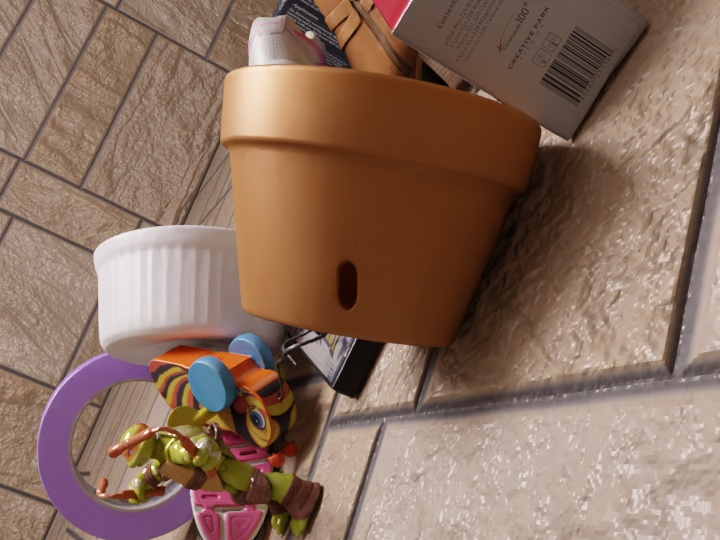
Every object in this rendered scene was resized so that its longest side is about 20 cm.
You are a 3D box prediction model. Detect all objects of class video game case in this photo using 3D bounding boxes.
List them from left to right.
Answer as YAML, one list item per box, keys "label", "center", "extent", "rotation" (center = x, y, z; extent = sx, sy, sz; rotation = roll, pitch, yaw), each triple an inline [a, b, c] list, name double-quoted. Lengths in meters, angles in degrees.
- label: "video game case"
  center: [0.000, 0.000, 0.732]
  extent: [0.182, 0.025, 0.200]
  rotation: [-64, 16, 1]

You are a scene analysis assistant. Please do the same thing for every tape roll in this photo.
- label: "tape roll"
  center: [-0.247, 0.186, 0.906]
  extent: [0.202, 0.199, 0.066]
  rotation: [-68, 17, -13]

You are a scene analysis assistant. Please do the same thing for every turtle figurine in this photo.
- label: "turtle figurine"
  center: [-0.121, 0.153, 0.637]
  extent: [0.200, 0.160, 0.065]
  rotation: [-41, 29, 51]

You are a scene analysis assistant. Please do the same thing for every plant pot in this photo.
- label: "plant pot"
  center: [0.004, -0.033, 0.521]
  extent: [0.200, 0.198, 0.142]
  rotation: [-168, 87, -73]

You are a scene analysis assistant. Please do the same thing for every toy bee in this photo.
- label: "toy bee"
  center: [-0.102, 0.116, 0.708]
  extent: [0.199, 0.130, 0.110]
  rotation: [0, 110, 60]

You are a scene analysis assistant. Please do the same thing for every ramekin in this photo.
- label: "ramekin"
  center: [-0.166, 0.035, 0.829]
  extent: [0.200, 0.198, 0.099]
  rotation: [146, 127, -59]

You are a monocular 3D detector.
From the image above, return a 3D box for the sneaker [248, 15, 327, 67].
- label: "sneaker"
  center: [-0.060, -0.185, 0.802]
  extent: [0.200, 0.080, 0.089]
  rotation: [61, -157, -84]

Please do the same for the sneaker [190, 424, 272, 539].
- label: "sneaker"
  center: [-0.125, 0.187, 0.768]
  extent: [0.201, 0.073, 0.088]
  rotation: [-111, 26, -51]

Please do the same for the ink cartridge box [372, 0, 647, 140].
- label: "ink cartridge box"
  center: [0.064, -0.190, 0.553]
  extent: [0.084, 0.174, 0.200]
  rotation: [-57, 17, 20]

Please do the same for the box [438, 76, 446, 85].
- label: "box"
  center: [0.085, -0.249, 0.810]
  extent: [0.201, 0.040, 0.138]
  rotation: [-54, 20, 30]

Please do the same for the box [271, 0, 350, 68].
- label: "box"
  center: [0.009, -0.360, 0.924]
  extent: [0.196, 0.123, 0.202]
  rotation: [-34, 34, 55]

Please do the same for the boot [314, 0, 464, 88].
- label: "boot"
  center: [0.008, -0.189, 0.741]
  extent: [0.200, 0.155, 0.074]
  rotation: [-46, 0, 33]
